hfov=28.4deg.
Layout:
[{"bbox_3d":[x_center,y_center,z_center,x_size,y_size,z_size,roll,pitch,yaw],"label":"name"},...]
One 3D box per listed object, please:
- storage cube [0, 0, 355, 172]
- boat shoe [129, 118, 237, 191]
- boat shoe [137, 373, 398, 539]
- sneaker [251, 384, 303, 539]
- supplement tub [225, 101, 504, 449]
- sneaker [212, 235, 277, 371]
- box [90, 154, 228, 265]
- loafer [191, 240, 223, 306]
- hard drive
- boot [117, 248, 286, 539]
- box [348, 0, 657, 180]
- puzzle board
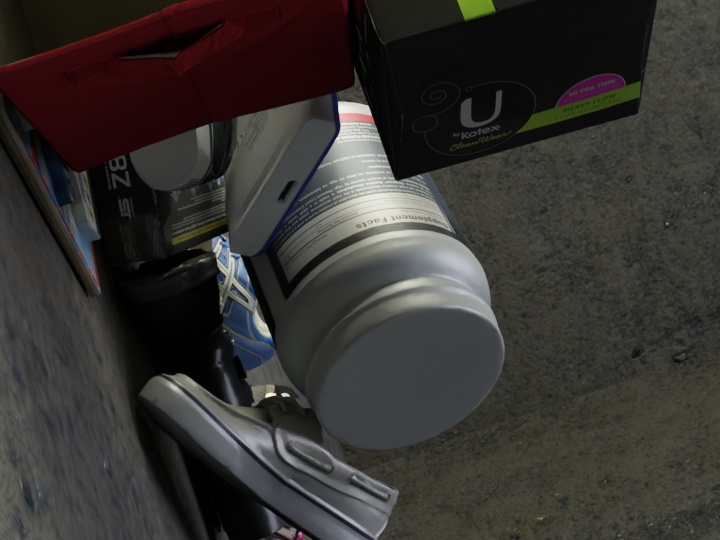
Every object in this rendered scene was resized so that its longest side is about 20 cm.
[{"bbox_3d":[-0.106,-0.175,0.712,0.180,0.169,0.202,80,-8,-79],"label":"storage cube"},{"bbox_3d":[-0.106,-0.151,0.860,0.068,0.071,0.202,-19,105,-60],"label":"boat shoe"},{"bbox_3d":[-0.050,0.111,0.884,0.200,0.066,0.072,40,-15,-27],"label":"boat shoe"},{"bbox_3d":[-0.058,0.178,1.108,0.074,0.087,0.202,81,-9,-85],"label":"sneaker"},{"bbox_3d":[0.000,0.000,0.919,0.141,0.139,0.201,72,-5,-47],"label":"supplement tub"},{"bbox_3d":[-0.124,-0.005,1.203,0.076,0.076,0.202,-105,176,-70],"label":"sneaker"},{"bbox_3d":[-0.121,-0.102,0.971,0.200,0.049,0.163,-33,113,-68],"label":"box"},{"bbox_3d":[-0.142,-0.055,1.114,0.075,0.069,0.202,-112,-176,-79],"label":"loafer"},{"bbox_3d":[-0.055,-0.128,0.885,0.132,0.025,0.201,127,-35,-47],"label":"hard drive"},{"bbox_3d":[-0.102,0.091,0.962,0.165,0.065,0.202,-97,174,-85],"label":"boot"},{"bbox_3d":[0.055,-0.177,0.766,0.125,0.147,0.201,81,-9,-60],"label":"box"},{"bbox_3d":[-0.183,-0.106,0.807,0.151,0.017,0.201,73,0,-51],"label":"puzzle board"}]
